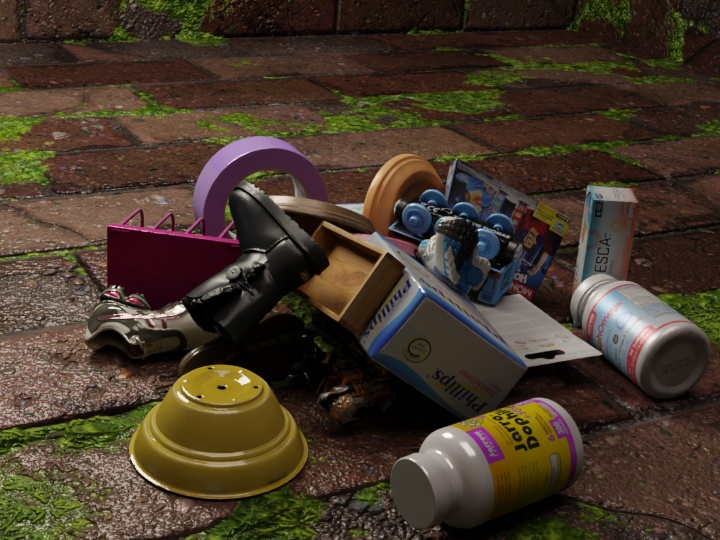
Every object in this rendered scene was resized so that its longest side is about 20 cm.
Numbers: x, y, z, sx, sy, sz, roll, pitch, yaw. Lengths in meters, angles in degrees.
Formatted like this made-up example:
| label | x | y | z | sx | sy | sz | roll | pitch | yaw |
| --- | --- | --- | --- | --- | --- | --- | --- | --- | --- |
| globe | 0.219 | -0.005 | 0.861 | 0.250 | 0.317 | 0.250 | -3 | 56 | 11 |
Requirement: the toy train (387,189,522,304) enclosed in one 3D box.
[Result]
| label | x | y | z | sx | sy | sz | roll | pitch | yaw |
| --- | --- | --- | --- | --- | --- | --- | --- | --- | --- |
| toy train | 0.133 | -0.036 | 1.554 | 0.199 | 0.115 | 0.087 | 22 | 33 | 21 |

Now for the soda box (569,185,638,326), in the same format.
| label | x | y | z | sx | sy | sz | roll | pitch | yaw |
| --- | --- | --- | --- | --- | --- | --- | --- | --- | --- |
| soda box | 0.352 | -0.018 | 1.581 | 0.068 | 0.201 | 0.064 | 4 | 22 | 2 |

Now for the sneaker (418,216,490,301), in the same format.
| label | x | y | z | sx | sy | sz | roll | pitch | yaw |
| --- | --- | --- | --- | --- | --- | --- | --- | --- | --- |
| sneaker | 0.110 | -0.021 | 1.426 | 0.086 | 0.075 | 0.200 | 26 | -14 | 21 |

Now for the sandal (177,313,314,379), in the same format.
| label | x | y | z | sx | sy | sz | roll | pitch | yaw |
| --- | --- | --- | --- | --- | --- | --- | --- | --- | --- |
| sandal | -0.146 | 0.106 | 1.366 | 0.199 | 0.082 | 0.054 | -21 | 14 | -34 |

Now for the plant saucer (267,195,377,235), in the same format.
| label | x | y | z | sx | sy | sz | roll | pitch | yaw |
| --- | --- | --- | --- | --- | --- | --- | --- | --- | --- |
| plant saucer | -0.067 | -0.066 | 1.510 | 0.199 | 0.030 | 0.200 | 11 | -9 | 2 |

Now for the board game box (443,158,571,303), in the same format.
| label | x | y | z | sx | sy | sz | roll | pitch | yaw |
| --- | --- | --- | --- | --- | --- | --- | --- | --- | --- |
| board game box | 0.184 | -0.033 | 1.647 | 0.199 | 0.201 | 0.062 | 28 | -6 | -2 |

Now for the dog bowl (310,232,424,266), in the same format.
| label | x | y | z | sx | sy | sz | roll | pitch | yaw |
| --- | --- | --- | --- | --- | --- | --- | --- | --- | --- |
| dog bowl | 0.000 | 0.000 | 1.508 | 0.199 | 0.074 | 0.200 | 5 | -9 | 1 |

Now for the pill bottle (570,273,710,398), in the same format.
| label | x | y | z | sx | sy | sz | roll | pitch | yaw |
| --- | --- | --- | --- | --- | --- | --- | --- | --- | --- |
| pill bottle | 0.369 | 0.081 | 1.469 | 0.108 | 0.109 | 0.200 | -4 | 24 | -21 |

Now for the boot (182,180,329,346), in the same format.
| label | x | y | z | sx | sy | sz | roll | pitch | yaw |
| --- | --- | --- | --- | --- | --- | --- | --- | --- | --- |
| boot | -0.155 | -0.010 | 1.343 | 0.168 | 0.077 | 0.200 | -38 | 49 | -13 |

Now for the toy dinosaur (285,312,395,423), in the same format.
| label | x | y | z | sx | sy | sz | roll | pitch | yaw |
| --- | --- | --- | --- | --- | --- | --- | --- | --- | --- |
| toy dinosaur | -0.012 | 0.126 | 1.342 | 0.135 | 0.103 | 0.200 | 27 | 6 | 14 |

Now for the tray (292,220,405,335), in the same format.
| label | x | y | z | sx | sy | sz | roll | pitch | yaw |
| --- | --- | --- | --- | --- | --- | --- | --- | --- | --- |
| tray | -0.025 | 0.006 | 1.331 | 0.037 | 0.099 | 0.200 | 37 | -4 | -28 |

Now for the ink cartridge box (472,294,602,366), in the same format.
| label | x | y | z | sx | sy | sz | roll | pitch | yaw |
| --- | --- | --- | --- | --- | --- | --- | --- | --- | --- |
| ink cartridge box | 0.201 | 0.098 | 1.475 | 0.162 | 0.057 | 0.200 | -7 | 29 | -26 |

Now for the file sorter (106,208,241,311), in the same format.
| label | x | y | z | sx | sy | sz | roll | pitch | yaw |
| --- | --- | --- | --- | --- | --- | --- | --- | --- | --- |
| file sorter | -0.232 | -0.002 | 1.500 | 0.199 | 0.140 | 0.126 | 8 | 21 | 6 |

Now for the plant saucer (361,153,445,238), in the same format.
| label | x | y | z | sx | sy | sz | roll | pitch | yaw |
| --- | --- | --- | --- | --- | --- | --- | --- | --- | --- |
| plant saucer | 0.076 | -0.075 | 1.653 | 0.037 | 0.202 | 0.200 | 10 | 21 | 38 |

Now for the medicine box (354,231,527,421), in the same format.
| label | x | y | z | sx | sy | sz | roll | pitch | yaw |
| --- | --- | --- | --- | --- | --- | --- | --- | --- | --- |
| medicine box | 0.078 | 0.070 | 1.332 | 0.182 | 0.103 | 0.200 | 35 | 8 | -28 |

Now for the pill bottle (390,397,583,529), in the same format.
| label | x | y | z | sx | sy | sz | roll | pitch | yaw |
| --- | --- | --- | --- | --- | --- | --- | --- | --- | --- |
| pill bottle | 0.131 | 0.204 | 1.131 | 0.199 | 0.105 | 0.104 | -12 | 28 | -35 |

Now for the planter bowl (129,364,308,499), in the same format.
| label | x | y | z | sx | sy | sz | roll | pitch | yaw |
| --- | --- | --- | --- | --- | --- | --- | --- | --- | --- |
| planter bowl | -0.155 | 0.160 | 1.201 | 0.199 | 0.084 | 0.201 | 4 | 23 | -2 |

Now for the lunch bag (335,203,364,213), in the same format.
| label | x | y | z | sx | sy | sz | roll | pitch | yaw |
| --- | --- | --- | --- | --- | --- | --- | --- | --- | --- |
| lunch bag | 0.016 | -0.063 | 1.783 | 0.198 | 0.076 | 0.160 | 0 | 21 | -11 |

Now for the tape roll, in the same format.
| label | x | y | z | sx | sy | sz | roll | pitch | yaw |
| --- | --- | --- | --- | --- | --- | --- | --- | --- | --- |
| tape roll | -0.152 | -0.101 | 1.669 | 0.199 | 0.201 | 0.066 | -5 | 25 | -23 |

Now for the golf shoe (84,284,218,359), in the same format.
| label | x | y | z | sx | sy | sz | roll | pitch | yaw |
| --- | --- | --- | --- | --- | --- | --- | --- | --- | --- |
| golf shoe | -0.256 | 0.084 | 1.402 | 0.199 | 0.078 | 0.088 | 8 | 43 | 13 |
